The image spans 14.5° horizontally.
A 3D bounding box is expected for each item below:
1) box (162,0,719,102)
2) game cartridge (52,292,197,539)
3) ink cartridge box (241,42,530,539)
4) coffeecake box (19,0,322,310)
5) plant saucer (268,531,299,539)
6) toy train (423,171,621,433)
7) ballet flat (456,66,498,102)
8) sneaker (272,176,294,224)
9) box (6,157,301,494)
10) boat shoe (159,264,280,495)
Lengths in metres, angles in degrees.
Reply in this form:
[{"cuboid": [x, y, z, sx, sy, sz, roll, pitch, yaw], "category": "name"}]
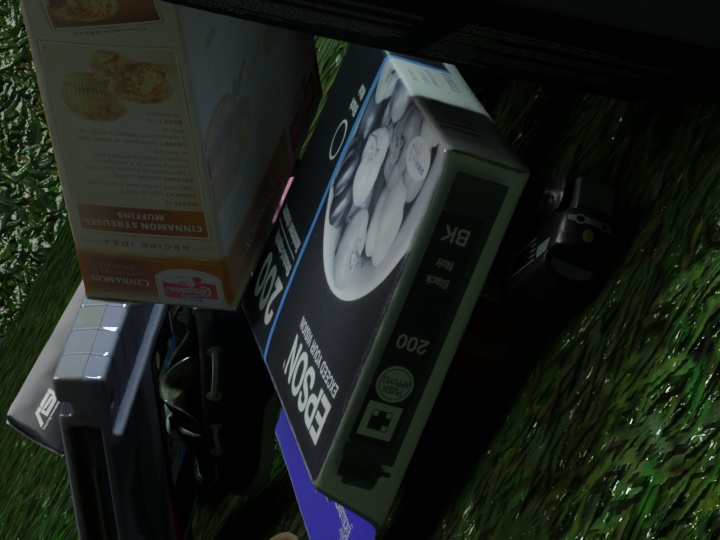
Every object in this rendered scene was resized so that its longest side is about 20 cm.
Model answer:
[{"cuboid": [0.039, -0.124, 1.037, 0.141, 0.199, 0.079, 177, 104, -76], "category": "box"}, {"cuboid": [-0.113, 0.099, 1.415, 0.130, 0.038, 0.201, -70, -21, -54], "category": "game cartridge"}, {"cuboid": [-0.003, 0.014, 1.156, 0.198, 0.043, 0.201, -117, 45, -68], "category": "ink cartridge box"}, {"cuboid": [-0.079, -0.109, 1.204, 0.154, 0.073, 0.201, -70, -21, -46], "category": "coffeecake box"}, {"cuboid": [-0.059, 0.202, 1.140, 0.201, 0.035, 0.200, -59, 10, 18], "category": "plant saucer"}, {"cuboid": [0.048, 0.021, 1.116, 0.200, 0.034, 0.046, 134, 151, -57], "category": "toy train"}, {"cuboid": [0.039, -0.166, 1.439, 0.068, 0.068, 0.201, 142, 132, -62], "category": "ballet flat"}, {"cuboid": [0.000, 0.000, 1.341, 0.200, 0.079, 0.096, 170, 106, -78], "category": "sneaker"}, {"cuboid": [-0.092, 0.019, 1.532, 0.201, 0.049, 0.161, -62, -28, 0], "category": "box"}, {"cuboid": [-0.070, 0.055, 1.390, 0.200, 0.060, 0.076, 109, 152, -56], "category": "boat shoe"}]
